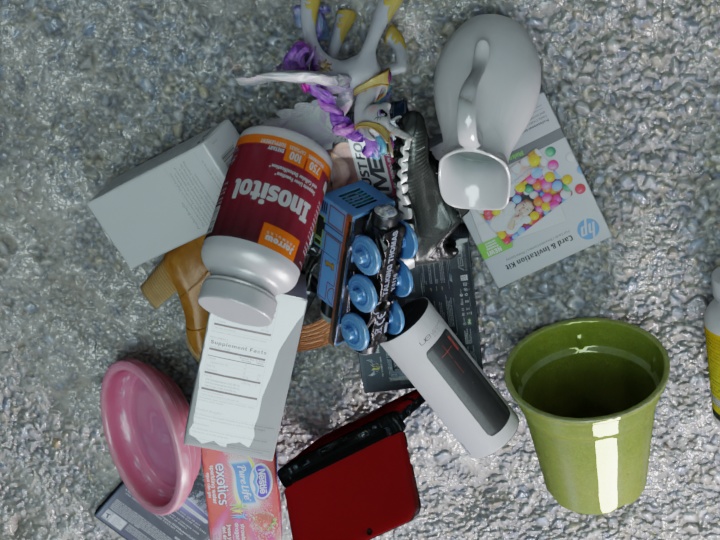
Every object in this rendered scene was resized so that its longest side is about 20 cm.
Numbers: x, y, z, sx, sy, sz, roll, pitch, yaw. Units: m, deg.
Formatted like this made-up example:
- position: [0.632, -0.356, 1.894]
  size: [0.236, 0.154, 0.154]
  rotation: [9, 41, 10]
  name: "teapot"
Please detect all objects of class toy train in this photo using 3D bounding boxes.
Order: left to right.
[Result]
- position: [0.000, 0.000, 1.610]
  size: [0.114, 0.086, 0.202]
  rotation: [37, 134, 35]
  name: "toy train"

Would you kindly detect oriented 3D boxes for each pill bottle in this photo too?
- position: [-0.108, -0.047, 1.526]
  size: [0.112, 0.113, 0.202]
  rotation: [18, 72, -5]
  name: "pill bottle"
- position: [0.479, 0.094, 1.700]
  size: [0.111, 0.113, 0.202]
  rotation: [-9, 112, 6]
  name: "pill bottle"

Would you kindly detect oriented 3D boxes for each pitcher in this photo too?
- position: [0.134, -0.193, 1.532]
  size: [0.120, 0.202, 0.172]
  rotation: [6, 153, 10]
  name: "pitcher"

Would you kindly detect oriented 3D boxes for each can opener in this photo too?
- position: [-0.088, 0.018, 1.727]
  size: [0.066, 0.053, 0.201]
  rotation: [25, 112, -11]
  name: "can opener"

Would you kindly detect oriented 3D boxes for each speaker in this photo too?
- position: [0.106, 0.131, 1.698]
  size: [0.081, 0.081, 0.201]
  rotation: [-33, 108, 15]
  name: "speaker"

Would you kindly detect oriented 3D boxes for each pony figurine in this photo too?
- position: [-0.033, -0.216, 1.555]
  size: [0.191, 0.202, 0.167]
  rotation: [0, 157, 9]
  name: "pony figurine"

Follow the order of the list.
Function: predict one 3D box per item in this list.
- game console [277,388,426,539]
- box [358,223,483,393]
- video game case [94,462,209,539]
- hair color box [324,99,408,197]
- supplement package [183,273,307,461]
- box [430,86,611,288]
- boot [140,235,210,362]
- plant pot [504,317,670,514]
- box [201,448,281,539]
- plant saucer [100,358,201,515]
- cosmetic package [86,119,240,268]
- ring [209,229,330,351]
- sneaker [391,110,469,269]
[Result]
- position: [0.007, 0.252, 1.723]
  size: [0.199, 0.172, 0.120]
  rotation: [-29, 90, 30]
  name: "game console"
- position: [0.068, 0.049, 1.735]
  size: [0.156, 0.051, 0.202]
  rotation: [-7, 113, 5]
  name: "box"
- position: [-0.244, 0.303, 1.872]
  size: [0.142, 0.019, 0.200]
  rotation: [39, 108, -13]
  name: "video game case"
- position: [-0.030, -0.128, 1.661]
  size: [0.198, 0.061, 0.101]
  rotation: [-13, 112, 8]
  name: "hair color box"
- position: [-0.134, 0.102, 1.638]
  size: [0.108, 0.114, 0.202]
  rotation: [11, 105, -6]
  name: "supplement package"
- position: [0.191, -0.099, 1.674]
  size: [0.155, 0.041, 0.201]
  rotation: [-24, 110, 12]
  name: "box"
- position: [-0.163, 0.040, 1.732]
  size: [0.144, 0.071, 0.201]
  rotation: [-40, 101, 17]
  name: "boot"
- position: [0.286, 0.191, 1.724]
  size: [0.198, 0.201, 0.186]
  rotation: [-7, 124, 6]
  name: "plant pot"
- position: [-0.153, 0.252, 1.788]
  size: [0.094, 0.100, 0.203]
  rotation: [-4, 105, -2]
  name: "box"
- position: [-0.261, 0.206, 1.765]
  size: [0.050, 0.200, 0.203]
  rotation: [-17, 118, -35]
  name: "plant saucer"
- position: [-0.216, -0.089, 1.649]
  size: [0.199, 0.074, 0.102]
  rotation: [-21, 109, 33]
  name: "cosmetic package"
- position: [-0.083, 0.006, 1.682]
  size: [0.198, 0.019, 0.203]
  rotation: [0, 114, -1]
  name: "ring"
- position: [0.082, -0.093, 1.607]
  size: [0.089, 0.067, 0.202]
  rotation: [-3, 119, -1]
  name: "sneaker"
